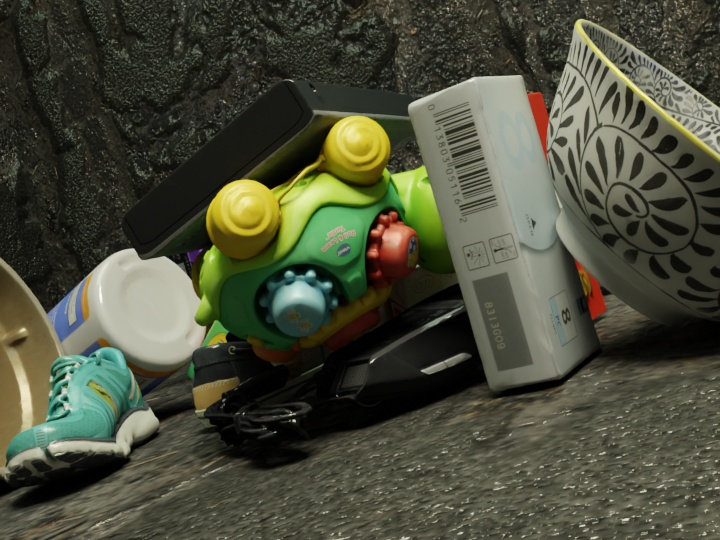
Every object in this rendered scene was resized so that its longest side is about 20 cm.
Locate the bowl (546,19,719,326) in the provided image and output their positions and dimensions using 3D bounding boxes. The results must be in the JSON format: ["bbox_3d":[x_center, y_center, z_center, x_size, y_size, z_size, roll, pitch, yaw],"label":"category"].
[{"bbox_3d":[0.166,-0.034,0.552,0.095,0.201,0.200,-53,-14,23],"label":"bowl"}]

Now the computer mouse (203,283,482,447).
[{"bbox_3d":[0.003,0.064,0.637,0.199,0.046,0.140,-28,8,-29],"label":"computer mouse"}]

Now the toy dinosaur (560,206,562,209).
[{"bbox_3d":[0.248,-0.025,0.815,0.198,0.078,0.102,2,31,35],"label":"toy dinosaur"}]

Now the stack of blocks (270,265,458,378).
[{"bbox_3d":[0.016,0.001,0.741,0.198,0.059,0.115,-23,31,-23],"label":"stack of blocks"}]

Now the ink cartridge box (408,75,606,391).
[{"bbox_3d":[0.111,-0.033,0.623,0.047,0.162,0.199,-16,2,33],"label":"ink cartridge box"}]

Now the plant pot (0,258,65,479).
[{"bbox_3d":[-0.354,0.099,0.796,0.182,0.202,0.200,-27,0,14],"label":"plant pot"}]

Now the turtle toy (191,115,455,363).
[{"bbox_3d":[-0.009,-0.015,0.619,0.199,0.102,0.146,-31,-7,-20],"label":"turtle toy"}]

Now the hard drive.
[{"bbox_3d":[-0.046,-0.066,0.670,0.139,0.033,0.200,-37,-7,21],"label":"hard drive"}]

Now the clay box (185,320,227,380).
[{"bbox_3d":[-0.072,0.008,0.917,0.201,0.047,0.115,-61,-5,9],"label":"clay box"}]

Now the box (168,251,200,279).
[{"bbox_3d":[-0.087,-0.034,1.064,0.198,0.124,0.106,-18,3,-26],"label":"box"}]

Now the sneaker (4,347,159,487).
[{"bbox_3d":[-0.202,0.100,0.737,0.077,0.081,0.200,-16,3,2],"label":"sneaker"}]

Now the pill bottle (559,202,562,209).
[{"bbox_3d":[0.145,-0.031,0.960,0.111,0.114,0.200,-16,3,-1],"label":"pill bottle"}]

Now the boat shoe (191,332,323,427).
[{"bbox_3d":[-0.069,0.067,0.813,0.074,0.063,0.200,-18,0,23],"label":"boat shoe"}]

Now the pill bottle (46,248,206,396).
[{"bbox_3d":[-0.235,0.074,0.933,0.199,0.113,0.112,-35,-10,38],"label":"pill bottle"}]
